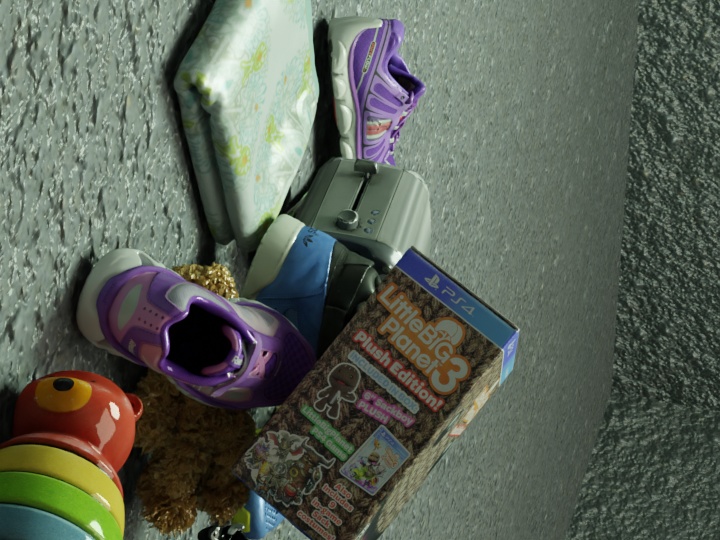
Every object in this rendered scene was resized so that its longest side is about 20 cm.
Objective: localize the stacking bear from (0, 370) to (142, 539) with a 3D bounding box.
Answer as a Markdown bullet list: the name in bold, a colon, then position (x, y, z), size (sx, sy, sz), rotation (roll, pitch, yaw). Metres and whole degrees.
- **stacking bear**: position (-0.186, 0.142, 1.051), size (0.114, 0.121, 0.200), rotation (82, 16, -45)

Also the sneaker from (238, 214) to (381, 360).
- **sneaker**: position (-0.053, 0.068, 1.399), size (0.201, 0.111, 0.077), rotation (-66, 174, 11)

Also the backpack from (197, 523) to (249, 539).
- **backpack**: position (-0.068, 0.322, 1.434), size (0.154, 0.190, 0.200), rotation (-56, 157, -19)

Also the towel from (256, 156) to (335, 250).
- **towel**: position (-0.053, 0.002, 1.597), size (0.200, 0.023, 0.153), rotation (-56, 153, -59)

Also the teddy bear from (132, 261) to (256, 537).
- **teddy bear**: position (-0.111, 0.097, 1.306), size (0.145, 0.067, 0.201), rotation (15, 92, -40)

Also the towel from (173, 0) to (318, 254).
- **towel**: position (-0.079, -0.135, 1.360), size (0.200, 0.048, 0.172), rotation (81, 24, -50)

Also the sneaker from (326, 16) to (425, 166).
- **sneaker**: position (0.019, -0.140, 1.610), size (0.200, 0.083, 0.081), rotation (82, 5, -47)

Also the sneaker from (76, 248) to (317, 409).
- **sneaker**: position (-0.094, 0.053, 1.206), size (0.200, 0.088, 0.081), rotation (27, 86, -45)

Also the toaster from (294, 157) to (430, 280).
- **toaster**: position (0.000, 0.000, 1.528), size (0.200, 0.113, 0.129), rotation (88, 17, -46)

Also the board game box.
- **board game box**: position (0.014, 0.104, 1.287), size (0.200, 0.097, 0.159), rotation (-51, 170, -7)

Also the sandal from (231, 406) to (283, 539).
- **sandal**: position (-0.054, 0.172, 1.584), size (0.200, 0.087, 0.080), rotation (-51, 151, -57)
